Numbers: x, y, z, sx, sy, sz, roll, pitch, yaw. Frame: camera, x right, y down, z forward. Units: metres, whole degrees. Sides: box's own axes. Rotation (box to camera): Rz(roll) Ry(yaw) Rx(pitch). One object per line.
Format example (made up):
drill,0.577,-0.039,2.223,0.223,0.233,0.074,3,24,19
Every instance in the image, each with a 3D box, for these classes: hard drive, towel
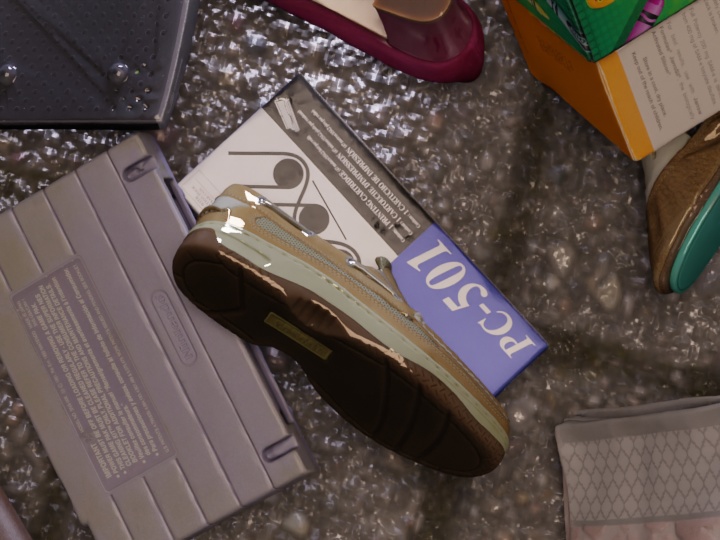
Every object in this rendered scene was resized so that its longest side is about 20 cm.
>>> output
hard drive,-0.144,-0.169,1.231,0.134,0.042,0.202,1,74,18
towel,0.167,0.159,1.151,0.032,0.199,0.193,3,81,-33

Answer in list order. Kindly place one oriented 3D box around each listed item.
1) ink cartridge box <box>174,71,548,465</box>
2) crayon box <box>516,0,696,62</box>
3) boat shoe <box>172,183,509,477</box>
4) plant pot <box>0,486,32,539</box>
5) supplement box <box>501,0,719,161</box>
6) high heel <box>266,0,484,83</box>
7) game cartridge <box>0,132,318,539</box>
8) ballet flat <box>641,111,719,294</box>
ink cartridge box,0.000,0.000,1.236,0.094,0.044,0.200,-43,86,-6
crayon box,0.116,-0.197,1.203,0.118,0.200,0.058,-31,127,-7
boat shoe,0.002,0.024,1.179,0.200,0.072,0.076,38,49,-9
plant pot,-0.273,0.109,1.138,0.200,0.200,0.199,-35,92,-8
supplement box,0.190,-0.157,1.224,0.199,0.126,0.074,-31,124,-6
high heel,-0.023,-0.157,1.267,0.199,0.096,0.068,31,80,23
game cartridge,-0.122,0.045,1.210,0.129,0.038,0.201,-29,83,18
ballet flat,0.198,-0.080,1.255,0.072,0.068,0.201,32,80,22
